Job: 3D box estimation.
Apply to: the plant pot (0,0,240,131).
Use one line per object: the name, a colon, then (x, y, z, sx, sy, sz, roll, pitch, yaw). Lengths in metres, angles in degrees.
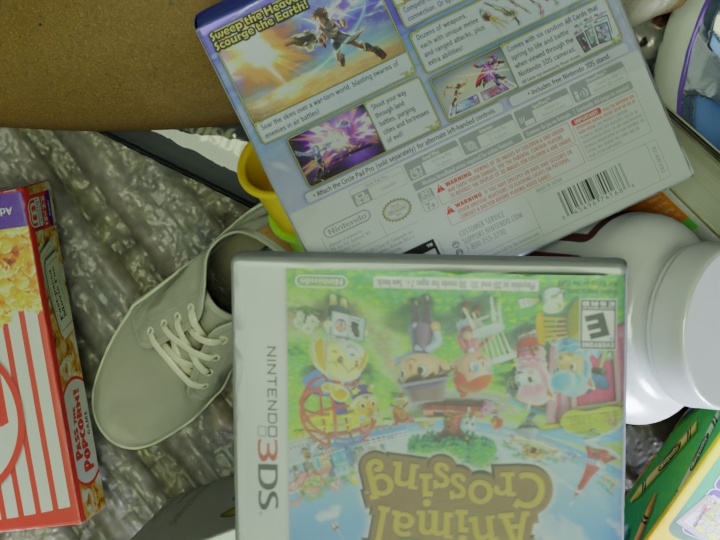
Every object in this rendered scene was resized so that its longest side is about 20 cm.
plant pot: (-0.127, -0.150, 1.266, 0.200, 0.186, 0.187, -17, 96, 11)

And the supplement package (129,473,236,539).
supplement package: (-0.015, 0.182, 1.294, 0.200, 0.191, 0.147, -21, 95, 9)

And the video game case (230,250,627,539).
video game case: (0.034, 0.082, 1.160, 0.199, 0.022, 0.183, 1, 102, 7)

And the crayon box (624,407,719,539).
crayon box: (0.230, 0.121, 1.276, 0.119, 0.058, 0.200, 22, 123, -11)

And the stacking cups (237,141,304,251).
stacking cups: (0.000, 0.000, 1.282, 0.060, 0.061, 0.200, -23, 133, 10)

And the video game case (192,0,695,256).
video game case: (0.043, -0.090, 1.164, 0.200, 0.045, 0.182, -25, 109, 3)

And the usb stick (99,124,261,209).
usb stick: (-0.073, -0.070, 1.347, 0.200, 0.033, 0.056, 26, 101, 3)

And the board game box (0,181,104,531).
board game box: (-0.245, 0.057, 1.366, 0.151, 0.046, 0.201, -8, 97, 14)

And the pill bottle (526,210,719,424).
pill bottle: (0.118, 0.023, 1.230, 0.200, 0.113, 0.113, 6, 101, 45)

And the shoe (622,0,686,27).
shoe: (0.089, -0.155, 1.257, 0.200, 0.053, 0.070, -5, 106, 44)

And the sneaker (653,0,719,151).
sneaker: (0.250, -0.127, 1.241, 0.146, 0.081, 0.201, 22, 98, 30)

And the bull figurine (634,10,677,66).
bull figurine: (0.154, -0.213, 1.282, 0.121, 0.065, 0.200, 24, 101, 5)

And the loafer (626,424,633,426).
loafer: (0.172, 0.042, 1.303, 0.200, 0.068, 0.071, -14, 115, 18)

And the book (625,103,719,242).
book: (0.104, -0.069, 1.263, 0.200, 0.134, 0.048, 41, 57, -13)

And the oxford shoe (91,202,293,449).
oxford shoe: (-0.095, 0.034, 1.341, 0.075, 0.058, 0.200, 42, 115, -6)
